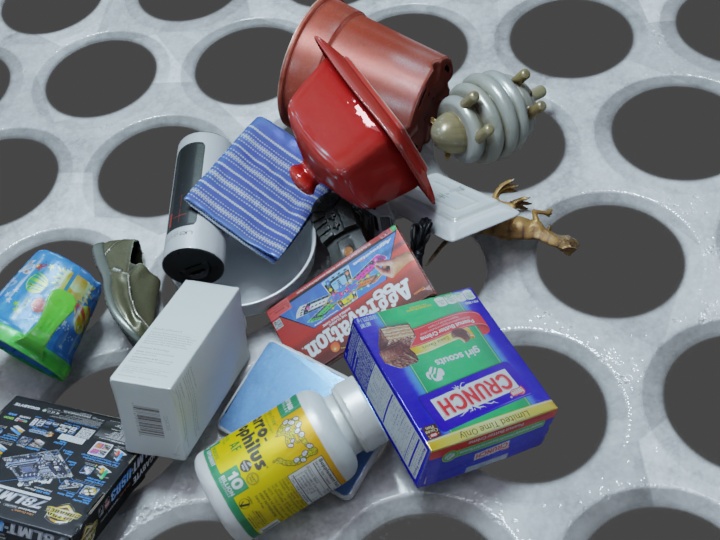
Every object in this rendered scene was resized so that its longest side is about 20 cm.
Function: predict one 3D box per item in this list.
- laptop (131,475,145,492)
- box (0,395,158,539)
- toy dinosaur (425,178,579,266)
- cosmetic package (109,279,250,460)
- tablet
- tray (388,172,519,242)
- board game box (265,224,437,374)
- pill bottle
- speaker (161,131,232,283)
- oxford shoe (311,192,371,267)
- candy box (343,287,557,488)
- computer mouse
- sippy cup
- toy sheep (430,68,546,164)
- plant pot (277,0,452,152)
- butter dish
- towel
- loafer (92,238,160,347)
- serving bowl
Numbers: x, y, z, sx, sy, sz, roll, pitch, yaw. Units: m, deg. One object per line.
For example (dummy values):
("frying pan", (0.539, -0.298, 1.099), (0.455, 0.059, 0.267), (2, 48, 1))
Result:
("laptop", (-0.374, 0.309, 1.219), (0.176, 0.104, 0.200), (13, 30, 18))
("box", (-0.363, 0.232, 1.201), (0.199, 0.050, 0.199), (10, 31, 14))
("toy dinosaur", (0.187, -0.061, 1.375), (0.198, 0.061, 0.107), (2, 54, 12))
("cosmetic package", (-0.207, 0.113, 1.243), (0.081, 0.113, 0.200), (6, 34, 15))
("tablet", (-0.063, 0.174, 1.252), (0.199, 0.014, 0.131), (24, 72, 24))
("tray", (0.111, -0.090, 1.375), (0.107, 0.022, 0.200), (-21, 26, -20))
("board game box", (-0.013, 0.041, 1.294), (0.199, 0.019, 0.103), (-34, 70, 11))
("pill bottle", (-0.074, 0.204, 1.167), (0.199, 0.113, 0.113), (-30, 53, -3))
("speaker", (-0.208, -0.081, 1.362), (0.081, 0.081, 0.201), (-4, 53, 6))
("oxford shoe", (0.000, 0.000, 1.353), (0.072, 0.084, 0.201), (-19, 71, 14))
("candy box", (0.099, 0.129, 1.209), (0.168, 0.077, 0.200), (-14, 51, -24))
("computer mouse", (0.032, -0.062, 1.387), (0.044, 0.110, 0.200), (-20, 42, -26))
("sippy cup", (-0.399, 0.051, 1.326), (0.177, 0.140, 0.131), (18, 70, 33))
("toy sheep", (0.182, -0.215, 1.452), (0.199, 0.138, 0.138), (-21, 51, -22))
("plant pot", (0.015, -0.264, 1.491), (0.194, 0.201, 0.201), (24, 60, 16))
("butter dish", (-0.023, -0.151, 1.298), (0.147, 0.200, 0.200), (-36, 65, 4))
("towel", (-0.120, -0.111, 1.363), (0.144, 0.024, 0.200), (35, 47, -2))
("loafer", (-0.299, 0.024, 1.384), (0.069, 0.075, 0.201), (-26, 52, -5))
("serving bowl", (-0.152, -0.014, 1.393), (0.199, 0.066, 0.201), (-4, 52, 6))
